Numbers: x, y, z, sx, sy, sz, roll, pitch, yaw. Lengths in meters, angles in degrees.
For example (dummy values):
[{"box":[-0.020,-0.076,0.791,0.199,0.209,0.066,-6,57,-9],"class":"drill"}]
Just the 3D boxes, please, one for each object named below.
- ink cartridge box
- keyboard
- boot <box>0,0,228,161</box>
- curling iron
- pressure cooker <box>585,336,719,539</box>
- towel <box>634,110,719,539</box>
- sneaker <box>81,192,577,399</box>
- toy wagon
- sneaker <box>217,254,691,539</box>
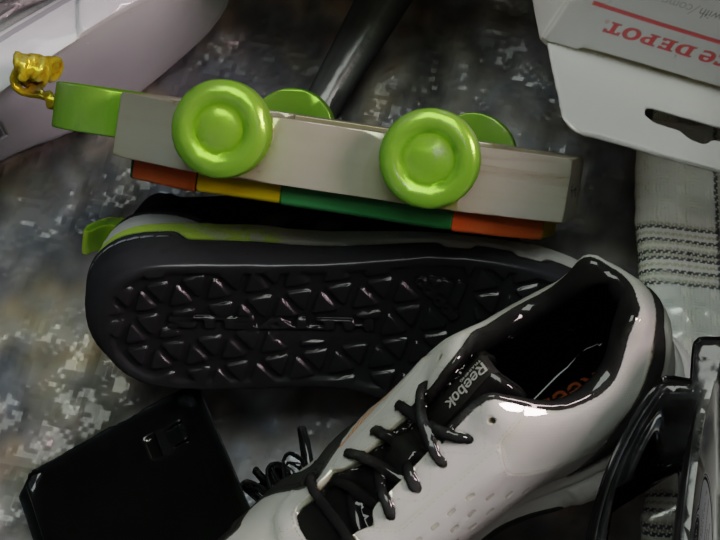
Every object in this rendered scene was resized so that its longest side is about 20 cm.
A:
[{"box":[0.120,-0.128,1.043,0.115,0.068,0.200,13,43,-22],"class":"ink cartridge box"},{"box":[-0.039,0.131,0.973,0.104,0.040,0.200,-28,56,6],"class":"keyboard"},{"box":[-0.154,-0.088,1.081,0.200,0.074,0.096,-30,69,-12],"class":"boot"},{"box":[0.029,-0.131,1.117,0.026,0.050,0.200,22,68,17],"class":"curling iron"},{"box":[0.166,0.111,0.887,0.200,0.179,0.176,3,39,6],"class":"pressure cooker"},{"box":[0.193,0.011,1.023,0.192,0.035,0.200,1,59,5],"class":"towel"},{"box":[0.000,0.000,1.017,0.200,0.072,0.083,8,30,0],"class":"sneaker"},{"box":[-0.024,-0.044,1.003,0.200,0.155,0.040,8,93,8],"class":"toy wagon"},{"box":[0.017,0.063,0.927,0.200,0.080,0.074,-37,60,-10],"class":"sneaker"}]
